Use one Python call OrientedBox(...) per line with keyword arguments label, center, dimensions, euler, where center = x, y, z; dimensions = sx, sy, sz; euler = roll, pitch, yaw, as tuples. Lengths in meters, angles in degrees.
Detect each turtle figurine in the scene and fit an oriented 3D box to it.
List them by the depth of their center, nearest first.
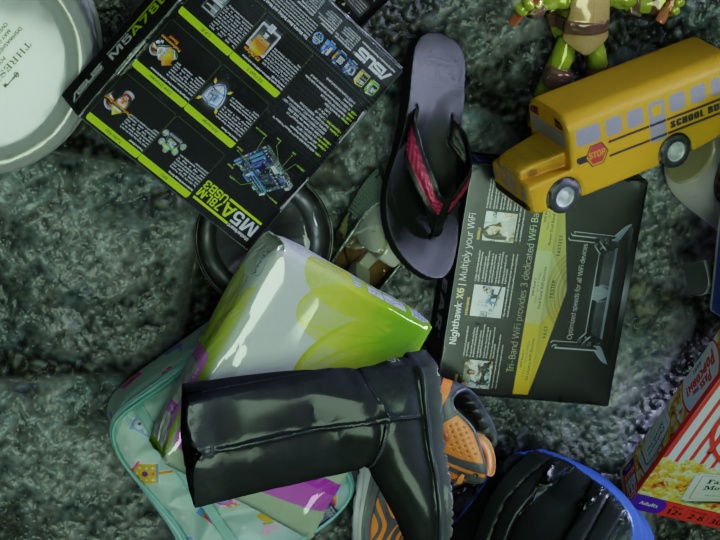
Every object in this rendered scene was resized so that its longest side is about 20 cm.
OrientedBox(label="turtle figurine", center=(0.172, -0.196, 1.691), dimensions=(0.199, 0.064, 0.163), euler=(-7, 117, -27))

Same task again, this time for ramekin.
OrientedBox(label="ramekin", center=(-0.291, -0.164, 1.578), dimensions=(0.201, 0.094, 0.204), euler=(-3, 105, -12))

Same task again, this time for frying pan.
OrientedBox(label="frying pan", center=(-0.050, -0.050, 1.683), dimensions=(0.190, 0.031, 0.115), euler=(-39, 88, 3))

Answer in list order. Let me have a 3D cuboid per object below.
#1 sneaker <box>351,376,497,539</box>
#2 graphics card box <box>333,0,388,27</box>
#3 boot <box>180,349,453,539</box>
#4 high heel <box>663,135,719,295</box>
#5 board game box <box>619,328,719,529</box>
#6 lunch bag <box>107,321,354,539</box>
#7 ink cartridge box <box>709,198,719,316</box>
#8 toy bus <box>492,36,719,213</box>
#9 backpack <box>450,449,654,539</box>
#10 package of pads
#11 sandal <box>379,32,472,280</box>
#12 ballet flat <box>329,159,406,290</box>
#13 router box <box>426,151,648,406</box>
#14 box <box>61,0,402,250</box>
OrientedBox(label="sneaker", center=(0.054, 0.177, 1.730), dimensions=(0.111, 0.078, 0.201), euler=(9, 121, 7))
OrientedBox(label="graphics card box", center=(-0.069, -0.214, 1.639), dimensions=(0.200, 0.051, 0.125), euler=(-45, 110, 2))
OrientedBox(label="boot", center=(-0.035, 0.154, 1.585), dimensions=(0.198, 0.066, 0.166), euler=(-9, 97, -19))
OrientedBox(label="high heel", center=(0.332, -0.080, 1.777), dimensions=(0.142, 0.071, 0.202), euler=(-4, 93, -36))
OrientedBox(label="board game box", center=(0.335, 0.141, 1.783), dimensions=(0.150, 0.047, 0.201), euler=(13, 131, -16))
OrientedBox(label="lunch bag", center=(-0.109, 0.155, 1.714), dimensions=(0.160, 0.077, 0.201), euler=(-35, 108, -3))
OrientedBox(label="ink cartridge box", center=(0.385, -0.068, 1.726), dimensions=(0.199, 0.043, 0.198), euler=(-12, 115, -26))
OrientedBox(label="toy bus", center=(0.203, -0.116, 1.667), dimensions=(0.199, 0.065, 0.079), euler=(-22, 123, -18))
OrientedBox(label="backpack", center=(0.149, 0.256, 1.755), dimensions=(0.162, 0.168, 0.201), euler=(32, 92, 23))
OrientedBox(label="package of pads", center=(-0.060, 0.087, 1.634), dimensions=(0.154, 0.068, 0.201), euler=(29, 92, -20))
OrientedBox(label="sandal", center=(0.060, -0.093, 1.671), dimensions=(0.075, 0.045, 0.202), euler=(7, 86, -37))
OrientedBox(label="ballet flat", center=(0.000, 0.000, 1.702), dimensions=(0.069, 0.071, 0.201), euler=(32, 95, -20))
OrientedBox(label="router box", center=(0.146, 0.008, 1.747), dimensions=(0.156, 0.052, 0.202), euler=(6, 103, -14))
OrientedBox(label="box", center=(-0.094, -0.143, 1.588), dimensions=(0.193, 0.048, 0.200), euler=(-47, 129, 5))
